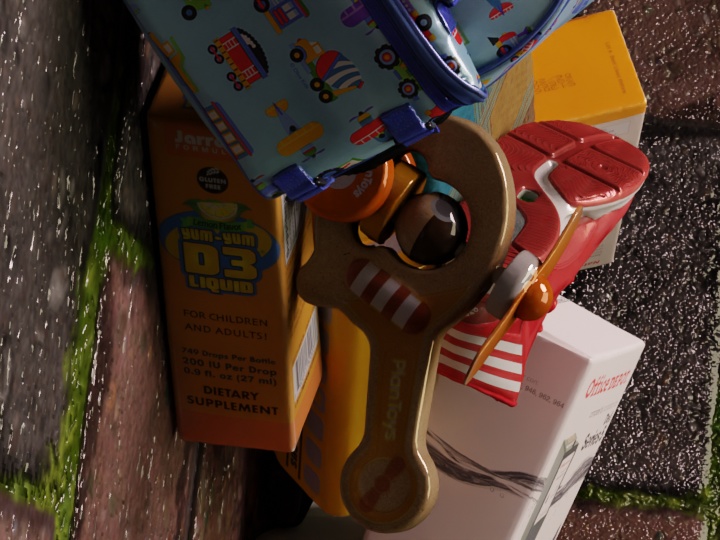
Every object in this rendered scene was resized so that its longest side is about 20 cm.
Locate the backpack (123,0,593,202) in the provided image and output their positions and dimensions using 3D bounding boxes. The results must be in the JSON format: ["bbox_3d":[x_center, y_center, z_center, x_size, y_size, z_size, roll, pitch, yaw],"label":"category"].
[{"bbox_3d":[0.013,-0.146,1.058,0.183,0.199,0.135,59,23,-17],"label":"backpack"}]

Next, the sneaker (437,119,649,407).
[{"bbox_3d":[0.085,-0.002,1.359,0.200,0.078,0.116,-33,146,-52],"label":"sneaker"}]

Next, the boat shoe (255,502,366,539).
[{"bbox_3d":[-0.024,0.183,1.521,0.200,0.072,0.062,-54,144,-82],"label":"boat shoe"}]

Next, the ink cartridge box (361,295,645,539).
[{"bbox_3d":[0.077,0.116,1.461,0.201,0.084,0.145,-66,165,10],"label":"ink cartridge box"}]

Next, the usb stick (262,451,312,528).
[{"bbox_3d":[-0.028,0.103,1.576,0.200,0.032,0.056,-60,159,-70],"label":"usb stick"}]

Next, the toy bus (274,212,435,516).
[{"bbox_3d":[-0.006,0.027,1.319,0.078,0.065,0.201,45,-36,40],"label":"toy bus"}]

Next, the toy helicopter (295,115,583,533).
[{"bbox_3d":[0.032,0.026,1.193,0.079,0.131,0.202,6,91,-79],"label":"toy helicopter"}]

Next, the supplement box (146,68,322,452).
[{"bbox_3d":[-0.060,-0.008,1.217,0.069,0.066,0.201,-69,161,-52],"label":"supplement box"}]

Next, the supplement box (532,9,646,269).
[{"bbox_3d":[0.100,-0.068,1.566,0.200,0.125,0.074,94,-18,-61],"label":"supplement box"}]

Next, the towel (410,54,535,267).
[{"bbox_3d":[0.061,-0.079,1.337,0.200,0.022,0.147,81,29,-60],"label":"towel"}]
